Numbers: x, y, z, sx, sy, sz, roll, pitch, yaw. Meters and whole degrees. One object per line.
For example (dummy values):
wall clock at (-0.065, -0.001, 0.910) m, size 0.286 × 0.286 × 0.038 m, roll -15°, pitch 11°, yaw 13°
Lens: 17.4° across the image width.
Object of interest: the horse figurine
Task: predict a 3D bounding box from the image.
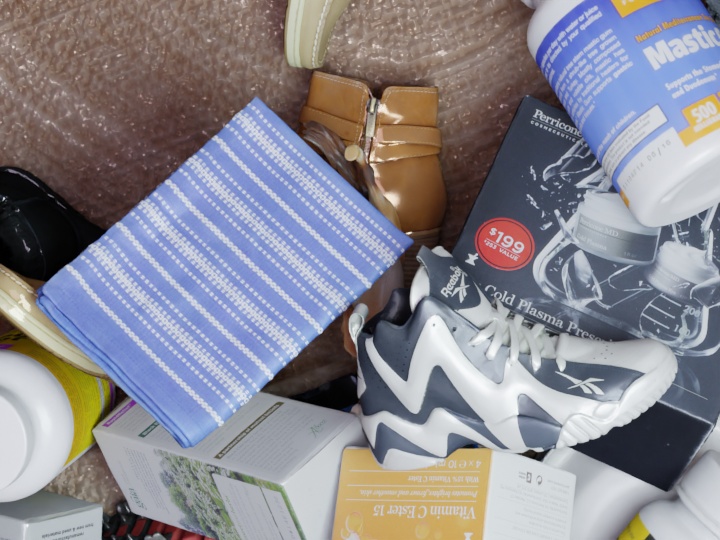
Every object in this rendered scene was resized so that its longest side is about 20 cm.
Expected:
horse figurine at (0.000, 0.000, 1.553) m, size 0.050 × 0.133 × 0.200 m, roll -9°, pitch 68°, yaw 11°

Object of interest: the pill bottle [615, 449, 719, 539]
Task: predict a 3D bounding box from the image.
pill bottle at (0.199, 0.221, 1.512) m, size 0.114 × 0.114 × 0.200 m, roll 37°, pitch 100°, yaw 1°

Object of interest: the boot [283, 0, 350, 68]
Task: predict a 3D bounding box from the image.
boot at (0.041, -0.213, 1.607) m, size 0.155 × 0.072 × 0.200 m, roll 21°, pitch 99°, yaw 2°

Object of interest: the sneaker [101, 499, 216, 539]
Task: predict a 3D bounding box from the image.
sneaker at (-0.113, 0.209, 1.671) m, size 0.200 × 0.071 × 0.098 m, roll -8°, pitch 121°, yaw 22°

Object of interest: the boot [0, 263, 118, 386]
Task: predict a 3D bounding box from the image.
boot at (-0.142, -0.004, 1.531) m, size 0.200 × 0.073 × 0.155 m, roll 29°, pitch 95°, yaw -40°

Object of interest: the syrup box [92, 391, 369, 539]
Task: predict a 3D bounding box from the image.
syrup box at (-0.082, 0.132, 1.596) m, size 0.200 × 0.081 × 0.079 m, roll 11°, pitch 132°, yaw 45°

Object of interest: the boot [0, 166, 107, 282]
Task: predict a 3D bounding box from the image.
boot at (-0.208, 0.003, 1.612) m, size 0.200 × 0.168 × 0.076 m, roll 38°, pitch 101°, yaw 1°

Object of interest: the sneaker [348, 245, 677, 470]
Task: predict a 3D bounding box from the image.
sneaker at (0.083, 0.039, 1.429) m, size 0.199 × 0.079 × 0.130 m, roll -11°, pitch 112°, yaw 23°

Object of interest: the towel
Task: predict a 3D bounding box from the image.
towel at (-0.086, -0.001, 1.465) m, size 0.145 × 0.024 × 0.200 m, roll 43°, pitch 73°, yaw 13°

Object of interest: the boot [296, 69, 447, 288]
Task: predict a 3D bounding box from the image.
boot at (-0.039, -0.062, 1.635) m, size 0.200 × 0.074 × 0.155 m, roll 3°, pitch 98°, yaw -6°

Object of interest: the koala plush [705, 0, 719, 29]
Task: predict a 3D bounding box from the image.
koala plush at (0.333, -0.223, 1.543) m, size 0.177 × 0.184 × 0.200 m, roll 26°, pitch 78°, yaw 15°

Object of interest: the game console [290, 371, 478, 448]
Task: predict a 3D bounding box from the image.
game console at (0.017, 0.173, 1.635) m, size 0.118 × 0.171 × 0.200 m, roll -26°, pitch 94°, yaw -18°

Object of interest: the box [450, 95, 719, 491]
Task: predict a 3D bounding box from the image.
box at (0.157, 0.013, 1.557) m, size 0.200 × 0.104 × 0.182 m, roll 24°, pitch 58°, yaw 3°

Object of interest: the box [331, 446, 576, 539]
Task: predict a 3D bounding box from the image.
box at (0.052, 0.218, 1.492) m, size 0.124 × 0.097 × 0.200 m, roll -4°, pitch 73°, yaw 39°

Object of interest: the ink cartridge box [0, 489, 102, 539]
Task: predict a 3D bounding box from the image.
ink cartridge box at (-0.263, 0.256, 1.665) m, size 0.147 × 0.083 × 0.200 m, roll 9°, pitch 99°, yaw 36°

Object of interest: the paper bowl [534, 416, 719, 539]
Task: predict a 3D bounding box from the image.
paper bowl at (0.206, 0.187, 1.617) m, size 0.201 × 0.104 × 0.201 m, roll 1°, pitch 97°, yaw 6°

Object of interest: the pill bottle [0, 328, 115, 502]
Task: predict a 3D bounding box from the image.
pill bottle at (-0.238, 0.099, 1.611) m, size 0.104 × 0.200 × 0.104 m, roll 1°, pitch 97°, yaw 6°

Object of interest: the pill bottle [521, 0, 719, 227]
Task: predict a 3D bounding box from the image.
pill bottle at (0.177, -0.138, 1.517) m, size 0.112 × 0.112 × 0.200 m, roll -33°, pitch 72°, yaw 9°
